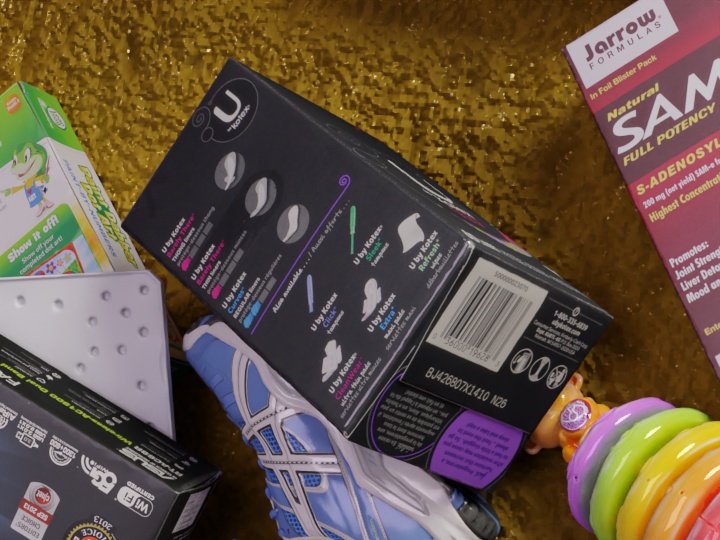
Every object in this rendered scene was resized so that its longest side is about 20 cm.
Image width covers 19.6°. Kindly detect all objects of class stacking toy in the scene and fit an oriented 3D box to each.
[{"bbox_3d":[0.138,0.099,0.945,0.200,0.110,0.116,36,96,45],"label":"stacking toy"}]

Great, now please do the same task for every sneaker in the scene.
[{"bbox_3d":[-0.026,0.092,1.036,0.200,0.076,0.077,39,94,31],"label":"sneaker"}]

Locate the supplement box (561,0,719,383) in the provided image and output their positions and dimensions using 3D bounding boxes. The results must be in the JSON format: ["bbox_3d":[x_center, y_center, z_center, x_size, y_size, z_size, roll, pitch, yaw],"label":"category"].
[{"bbox_3d":[0.185,-0.042,0.962,0.109,0.061,0.200,-32,65,19],"label":"supplement box"}]

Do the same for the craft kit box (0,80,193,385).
[{"bbox_3d":[-0.214,0.030,1.173,0.200,0.049,0.198,-38,66,16],"label":"craft kit box"}]

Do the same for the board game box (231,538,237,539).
[{"bbox_3d":[-0.039,0.213,0.976,0.200,0.029,0.135,16,65,53],"label":"board game box"}]

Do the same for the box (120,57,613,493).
[{"bbox_3d":[0.000,0.000,0.997,0.200,0.122,0.106,39,99,41],"label":"box"}]

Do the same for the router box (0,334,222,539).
[{"bbox_3d":[-0.192,0.121,1.059,0.200,0.062,0.150,30,104,13],"label":"router box"}]

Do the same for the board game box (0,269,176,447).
[{"bbox_3d":[-0.186,0.103,1.103,0.200,0.026,0.200,-3,94,18],"label":"board game box"}]
